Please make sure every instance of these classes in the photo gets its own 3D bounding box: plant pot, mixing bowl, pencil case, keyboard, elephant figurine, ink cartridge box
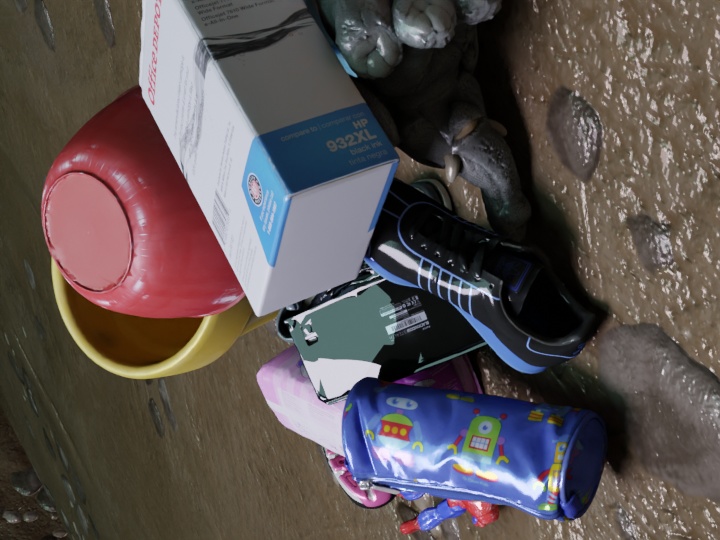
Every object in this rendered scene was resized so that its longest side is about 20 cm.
[{"bbox_3d":[-0.158,-0.008,1.201,0.198,0.188,0.204,2,94,30],"label":"plant pot"},{"bbox_3d":[-0.183,-0.044,1.011,0.198,0.108,0.203,12,111,32],"label":"mixing bowl"},{"bbox_3d":[0.076,0.129,0.908,0.197,0.088,0.078,5,152,30],"label":"pencil case"},{"bbox_3d":[0.036,0.024,0.969,0.198,0.040,0.105,-23,91,24],"label":"keyboard"},{"bbox_3d":[0.038,-0.128,0.863,0.201,0.139,0.157,77,-172,-52],"label":"elephant figurine"},{"bbox_3d":[-0.068,-0.097,0.831,0.201,0.083,0.146,60,156,22],"label":"ink cartridge box"}]

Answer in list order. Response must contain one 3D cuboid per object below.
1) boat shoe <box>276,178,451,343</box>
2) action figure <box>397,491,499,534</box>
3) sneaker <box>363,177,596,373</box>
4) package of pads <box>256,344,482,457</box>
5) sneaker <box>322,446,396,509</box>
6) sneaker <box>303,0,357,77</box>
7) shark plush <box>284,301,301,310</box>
[{"bbox_3d":[0.000,0.000,1.027,0.200,0.061,0.073,-46,62,37],"label":"boat shoe"},{"bbox_3d":[0.081,0.190,1.083,0.066,0.051,0.200,64,155,3],"label":"action figure"},{"bbox_3d":[0.074,-0.007,0.862,0.199,0.071,0.078,36,155,-6],"label":"sneaker"},{"bbox_3d":[0.003,0.101,1.086,0.199,0.120,0.076,13,131,62],"label":"package of pads"},{"bbox_3d":[0.003,0.166,1.178,0.200,0.073,0.088,-118,11,-59],"label":"sneaker"},{"bbox_3d":[-0.016,-0.233,0.953,0.079,0.132,0.200,25,175,15],"label":"sneaker"},{"bbox_3d":[-0.062,-0.074,1.009,0.090,0.083,0.203,15,98,20],"label":"shark plush"}]
